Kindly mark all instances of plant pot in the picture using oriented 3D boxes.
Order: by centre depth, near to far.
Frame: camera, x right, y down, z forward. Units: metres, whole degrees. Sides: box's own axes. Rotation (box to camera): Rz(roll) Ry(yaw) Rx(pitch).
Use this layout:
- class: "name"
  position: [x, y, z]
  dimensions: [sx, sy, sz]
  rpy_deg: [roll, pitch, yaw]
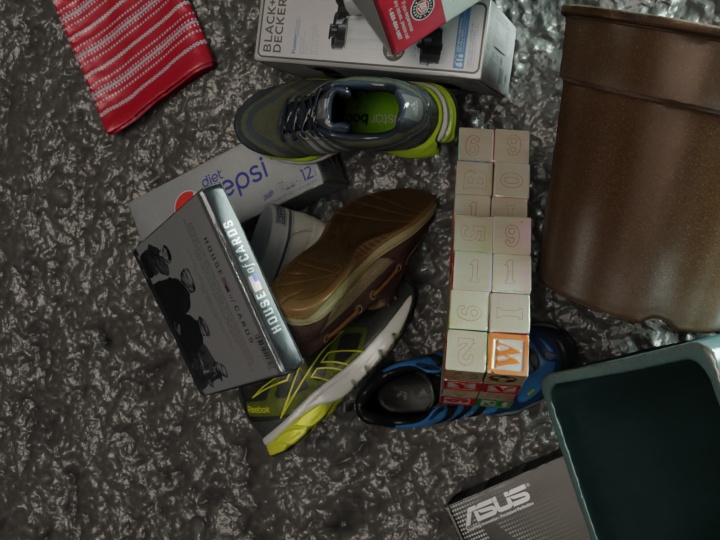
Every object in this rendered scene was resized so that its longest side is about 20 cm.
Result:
- class: "plant pot"
  position: [0.280, 0.130, 0.638]
  dimensions: [0.197, 0.196, 0.200]
  rpy_deg: [-15, 83, -22]
- class: "plant pot"
  position: [0.220, -0.074, 0.672]
  dimensions: [0.197, 0.200, 0.202]
  rpy_deg: [17, 106, 19]

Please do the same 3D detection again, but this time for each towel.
- class: "towel"
  position: [-0.237, -0.255, 0.917]
  dimensions: [0.143, 0.022, 0.203]
  rpy_deg: [-27, 83, 19]

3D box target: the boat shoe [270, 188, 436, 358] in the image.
- class: "boat shoe"
  position: [0.000, 0.000, 0.771]
  dimensions: [0.071, 0.200, 0.073]
  rpy_deg: [15, 131, 30]

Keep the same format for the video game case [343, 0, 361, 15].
- class: "video game case"
  position: [0.074, -0.302, 0.725]
  dimensions: [0.178, 0.024, 0.204]
  rpy_deg: [-6, 66, 13]

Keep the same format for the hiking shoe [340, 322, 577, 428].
- class: "hiking shoe"
  position: [0.087, 0.099, 0.777]
  dimensions: [0.197, 0.086, 0.076]
  rpy_deg: [-20, 86, 21]

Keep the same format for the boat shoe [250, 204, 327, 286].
- class: "boat shoe"
  position: [-0.081, 0.032, 0.845]
  dimensions: [0.069, 0.071, 0.203]
  rpy_deg: [11, 120, -21]

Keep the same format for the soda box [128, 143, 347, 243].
- class: "soda box"
  position: [-0.115, -0.071, 0.857]
  dimensions: [0.197, 0.063, 0.069]
  rpy_deg: [-24, 84, 20]

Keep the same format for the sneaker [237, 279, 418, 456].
- class: "sneaker"
  position: [-0.032, 0.074, 0.814]
  dimensions: [0.085, 0.074, 0.200]
  rpy_deg: [45, 96, 6]

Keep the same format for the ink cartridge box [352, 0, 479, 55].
- class: "ink cartridge box"
  position: [0.057, -0.286, 0.626]
  dimensions: [0.198, 0.146, 0.146]
  rpy_deg: [-32, 60, 0]

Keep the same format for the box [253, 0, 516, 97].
- class: "box"
  position: [0.022, -0.190, 0.772]
  dimensions: [0.196, 0.116, 0.061]
  rpy_deg: [9, 96, 21]

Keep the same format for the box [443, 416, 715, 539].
- class: "box"
  position: [0.197, 0.244, 0.764]
  dimensions: [0.198, 0.047, 0.196]
  rpy_deg: [-27, 86, 19]

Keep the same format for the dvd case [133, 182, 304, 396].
- class: "dvd case"
  position: [-0.125, 0.025, 0.765]
  dimensions: [0.199, 0.024, 0.153]
  rpy_deg: [-23, 93, 59]

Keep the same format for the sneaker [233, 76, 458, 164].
- class: "sneaker"
  position: [-0.024, -0.128, 0.740]
  dimensions: [0.196, 0.081, 0.076]
  rpy_deg: [-1, 88, 28]

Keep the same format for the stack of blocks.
- class: "stack of blocks"
  position: [0.098, -0.006, 0.712]
  dimensions: [0.057, 0.115, 0.204]
  rpy_deg: [4, 71, 5]
